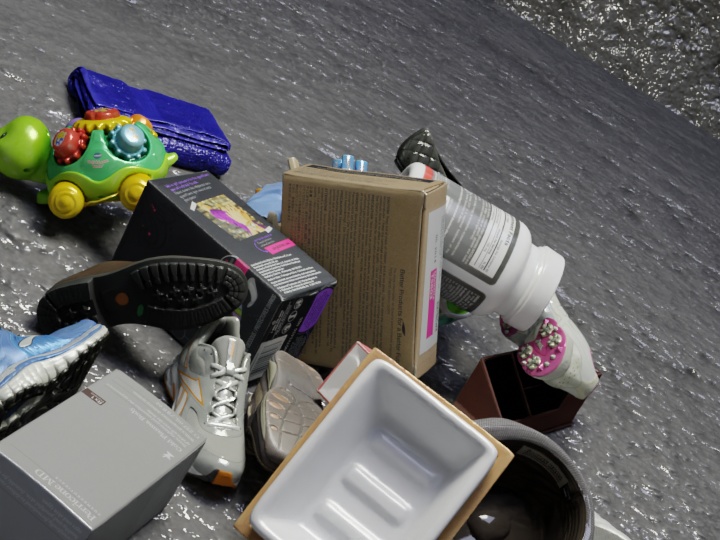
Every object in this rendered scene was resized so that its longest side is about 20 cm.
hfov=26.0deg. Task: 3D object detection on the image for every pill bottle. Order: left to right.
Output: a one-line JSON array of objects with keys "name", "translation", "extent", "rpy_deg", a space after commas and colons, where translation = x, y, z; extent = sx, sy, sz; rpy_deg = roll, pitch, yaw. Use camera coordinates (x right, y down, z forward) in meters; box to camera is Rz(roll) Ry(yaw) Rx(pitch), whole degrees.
[{"name": "pill bottle", "translation": [0.115, -0.022, 1.703], "extent": [0.199, 0.116, 0.116], "rpy_deg": [30, 23, -9]}]

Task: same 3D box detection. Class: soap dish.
[{"name": "soap dish", "translation": [0.012, 0.193, 1.342], "extent": [0.157, 0.201, 0.081], "rpy_deg": [36, -13, 16]}]

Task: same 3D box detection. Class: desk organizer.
[{"name": "desk organizer", "translation": [0.191, 0.139, 1.785], "extent": [0.072, 0.077, 0.199], "rpy_deg": [41, 26, 25]}]

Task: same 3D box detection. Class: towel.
[{"name": "towel", "translation": [-0.261, -0.192, 1.945], "extent": [0.198, 0.050, 0.148], "rpy_deg": [16, 28, -31]}]

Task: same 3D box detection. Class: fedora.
[{"name": "fedora", "translation": [0.121, 0.235, 1.458], "extent": [0.198, 0.090, 0.178], "rpy_deg": [-16, 74, -34]}]

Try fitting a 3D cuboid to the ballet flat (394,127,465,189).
[{"name": "ballet flat", "translation": [0.123, -0.083, 1.812], "extent": [0.200, 0.057, 0.067], "rpy_deg": [41, 18, -18]}]

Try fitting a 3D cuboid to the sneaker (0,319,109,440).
[{"name": "sneaker", "translation": [-0.291, 0.075, 1.342], "extent": [0.089, 0.079, 0.200], "rpy_deg": [38, 24, 11]}]

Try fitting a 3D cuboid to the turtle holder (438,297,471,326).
[{"name": "turtle holder", "translation": [0.068, -0.007, 1.815], "extent": [0.131, 0.142, 0.186], "rpy_deg": [28, -13, 39]}]

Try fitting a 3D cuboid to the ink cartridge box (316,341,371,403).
[{"name": "ink cartridge box", "translation": [0.055, 0.153, 1.520], "extent": [0.116, 0.068, 0.200], "rpy_deg": [43, 3, 32]}]

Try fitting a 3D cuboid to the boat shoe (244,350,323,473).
[{"name": "boat shoe", "translation": [-0.074, 0.148, 1.460], "extent": [0.074, 0.074, 0.200], "rpy_deg": [33, 17, -8]}]

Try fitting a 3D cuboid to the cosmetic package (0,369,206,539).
[{"name": "cosmetic package", "translation": [-0.219, 0.166, 1.237], "extent": [0.106, 0.091, 0.200], "rpy_deg": [36, 21, 7]}]

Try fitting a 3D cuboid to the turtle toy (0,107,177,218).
[{"name": "turtle toy", "translation": [-0.293, -0.119, 1.657], "extent": [0.197, 0.102, 0.146], "rpy_deg": [-5, 14, -1]}]

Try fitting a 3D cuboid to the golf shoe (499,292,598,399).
[{"name": "golf shoe", "translation": [0.214, 0.076, 1.769], "extent": [0.091, 0.075, 0.201], "rpy_deg": [37, 21, -25]}]

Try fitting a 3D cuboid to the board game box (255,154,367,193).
[{"name": "board game box", "translation": [0.000, -0.084, 1.892], "extent": [0.198, 0.199, 0.026], "rpy_deg": [15, 71, -35]}]

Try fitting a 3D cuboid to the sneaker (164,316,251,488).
[{"name": "sneaker", "translation": [-0.135, 0.112, 1.433], "extent": [0.075, 0.093, 0.201], "rpy_deg": [19, 27, -25]}]

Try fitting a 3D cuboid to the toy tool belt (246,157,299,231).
[{"name": "toy tool belt", "translation": [-0.101, -0.047, 1.736], "extent": [0.123, 0.124, 0.200], "rpy_deg": [7, 20, 12]}]

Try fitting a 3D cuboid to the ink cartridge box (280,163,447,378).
[{"name": "ink cartridge box", "translation": [0.000, 0.000, 1.620], "extent": [0.163, 0.203, 0.075], "rpy_deg": [9, 15, 21]}]

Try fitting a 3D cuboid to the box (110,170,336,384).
[{"name": "box", "translation": [-0.144, 0.007, 1.594], "extent": [0.200, 0.123, 0.106], "rpy_deg": [39, 27, 21]}]

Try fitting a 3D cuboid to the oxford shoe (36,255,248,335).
[{"name": "oxford shoe", "translation": [-0.203, 0.014, 1.484], "extent": [0.197, 0.074, 0.085], "rpy_deg": [-4, 19, 3]}]

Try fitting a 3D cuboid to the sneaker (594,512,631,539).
[{"name": "sneaker", "translation": [0.238, 0.278, 1.583], "extent": [0.200, 0.076, 0.088], "rpy_deg": [42, 14, 27]}]
